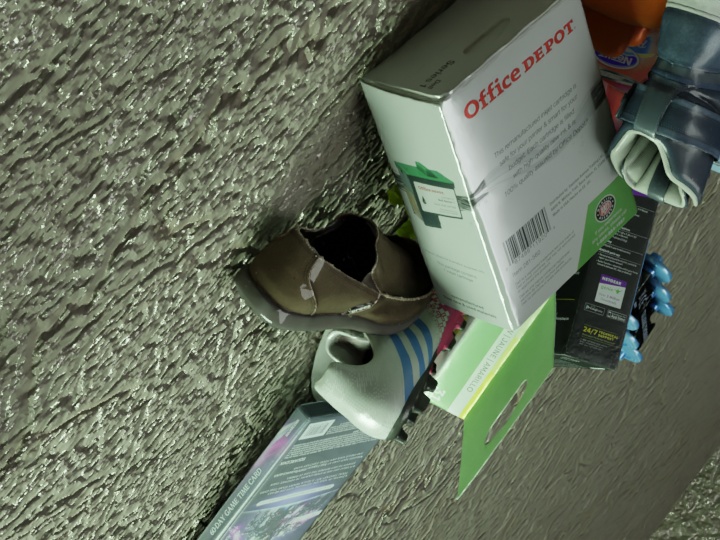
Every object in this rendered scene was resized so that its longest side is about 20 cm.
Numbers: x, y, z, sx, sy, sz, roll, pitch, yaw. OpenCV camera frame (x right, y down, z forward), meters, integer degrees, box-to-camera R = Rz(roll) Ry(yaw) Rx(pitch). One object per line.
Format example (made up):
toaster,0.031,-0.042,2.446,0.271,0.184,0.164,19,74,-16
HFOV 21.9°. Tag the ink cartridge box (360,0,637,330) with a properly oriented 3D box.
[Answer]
ink cartridge box,0.100,-0.085,1.288,0.146,0.084,0.200,-41,130,-26

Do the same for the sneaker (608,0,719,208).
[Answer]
sneaker,0.248,-0.114,1.326,0.202,0.077,0.147,12,97,-56

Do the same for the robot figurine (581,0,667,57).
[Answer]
robot figurine,0.203,-0.254,1.319,0.143,0.117,0.200,5,125,-26

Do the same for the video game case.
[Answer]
video game case,-0.057,0.176,1.483,0.200,0.019,0.143,-52,156,23

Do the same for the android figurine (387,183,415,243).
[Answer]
android figurine,0.095,-0.099,1.389,0.200,0.041,0.182,-44,148,-18

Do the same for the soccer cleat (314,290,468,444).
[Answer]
soccer cleat,0.024,0.051,1.376,0.070,0.086,0.200,-59,-179,27

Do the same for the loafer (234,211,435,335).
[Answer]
loafer,0.000,0.000,1.290,0.071,0.073,0.200,-50,159,26

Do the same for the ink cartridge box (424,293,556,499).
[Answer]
ink cartridge box,0.098,0.057,1.412,0.146,0.048,0.200,-58,-172,31

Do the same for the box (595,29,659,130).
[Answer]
box,0.209,-0.139,1.528,0.095,0.103,0.200,-48,160,-19

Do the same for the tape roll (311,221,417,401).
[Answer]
tape roll,0.037,0.035,1.510,0.203,0.037,0.203,-44,156,-26

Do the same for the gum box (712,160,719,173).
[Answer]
gum box,0.336,-0.186,1.579,0.170,0.044,0.200,9,104,-83

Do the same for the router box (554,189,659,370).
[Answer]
router box,0.162,0.002,1.506,0.200,0.051,0.150,178,-72,-72

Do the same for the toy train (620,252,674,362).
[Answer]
toy train,0.241,0.021,1.824,0.087,0.114,0.200,-54,160,-10
